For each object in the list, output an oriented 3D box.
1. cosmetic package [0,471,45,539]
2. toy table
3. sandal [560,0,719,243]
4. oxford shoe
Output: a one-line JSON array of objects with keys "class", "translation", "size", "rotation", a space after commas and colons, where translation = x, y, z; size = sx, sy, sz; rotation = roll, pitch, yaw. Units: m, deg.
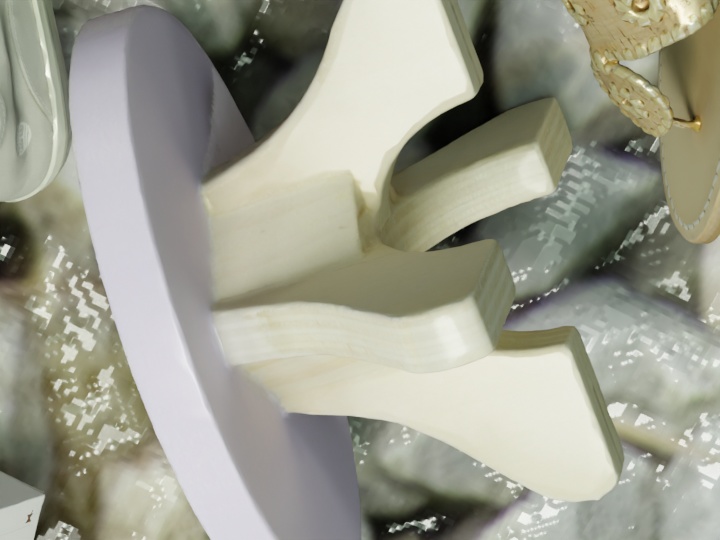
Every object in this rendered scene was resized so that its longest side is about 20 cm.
[{"class": "cosmetic package", "translation": [-0.186, 0.116, 0.886], "size": [0.051, 0.200, 0.083], "rotation": [25, 110, 28]}, {"class": "toy table", "translation": [0.000, 0.000, 0.881], "size": [0.117, 0.184, 0.200], "rotation": [-16, 119, 18]}, {"class": "sandal", "translation": [0.087, -0.110, 0.881], "size": [0.070, 0.078, 0.212], "rotation": [0, 116, -15]}, {"class": "oxford shoe", "translation": [-0.139, -0.109, 0.871], "size": [0.075, 0.058, 0.200], "rotation": [3, 114, 35]}]
